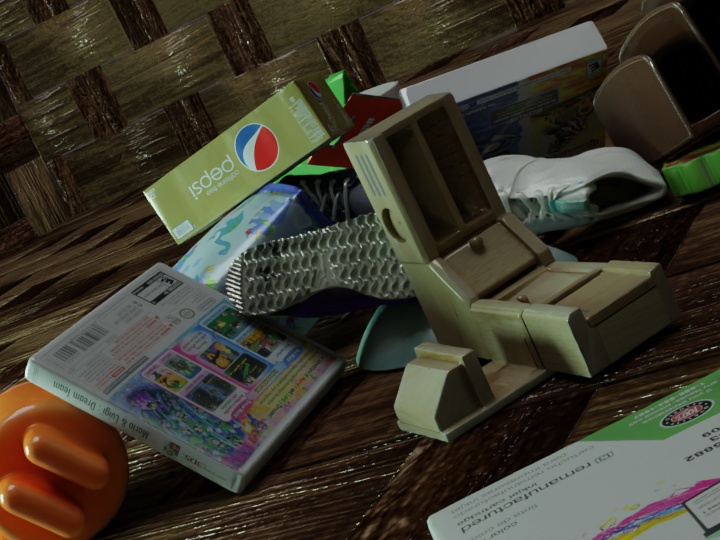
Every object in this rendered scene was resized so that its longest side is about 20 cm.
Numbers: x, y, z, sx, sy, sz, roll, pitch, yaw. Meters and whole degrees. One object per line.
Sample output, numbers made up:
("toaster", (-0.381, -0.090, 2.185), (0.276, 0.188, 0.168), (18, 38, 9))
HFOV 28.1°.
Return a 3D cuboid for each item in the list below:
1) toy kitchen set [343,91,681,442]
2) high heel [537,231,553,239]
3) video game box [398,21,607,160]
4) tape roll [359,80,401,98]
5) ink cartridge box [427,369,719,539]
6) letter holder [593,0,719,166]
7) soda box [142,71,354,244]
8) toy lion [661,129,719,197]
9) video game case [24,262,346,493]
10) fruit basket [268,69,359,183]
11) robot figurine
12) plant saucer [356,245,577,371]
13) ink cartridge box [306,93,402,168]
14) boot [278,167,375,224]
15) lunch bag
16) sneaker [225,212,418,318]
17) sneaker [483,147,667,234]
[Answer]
("toy kitchen set", (0.065, -0.008, 0.961), (0.163, 0.181, 0.200), (-31, 14, -21))
("high heel", (0.095, -0.058, 1.343), (0.200, 0.068, 0.096), (-9, 32, 26))
("video game box", (0.144, -0.140, 1.417), (0.200, 0.047, 0.182), (-20, -30, -4))
("tape roll", (-0.015, -0.134, 1.826), (0.202, 0.139, 0.203), (-24, 11, 5))
("ink cartridge box", (0.118, 0.121, 0.503), (0.145, 0.084, 0.200), (-26, 12, -2))
("letter holder", (0.263, -0.179, 1.239), (0.100, 0.142, 0.200), (-31, -2, -5))
("soda box", (-0.106, -0.107, 1.370), (0.200, 0.064, 0.068), (-32, 2, 25))
("toy lion", (0.351, -0.121, 1.181), (0.200, 0.069, 0.192), (-29, 4, -17))
("video game case", (-0.126, 0.075, 1.102), (0.200, 0.182, 0.024), (-45, -21, -60))
("fruit basket", (0.011, -0.127, 1.612), (0.215, 0.156, 0.216), (-2, -8, 0))
("robot figurine", (-0.239, 0.144, 1.106), (0.116, 0.144, 0.200), (-12, 7, -16))
("plant saucer", (0.079, 0.017, 1.181), (0.201, 0.039, 0.201), (-25, 10, 5))
("ink cartridge box", (0.057, -0.119, 1.479), (0.200, 0.050, 0.109), (3, -41, -34))
("boot", (-0.018, -0.060, 1.349), (0.090, 0.073, 0.200), (1, 0, -18))
("lunch bag", (-0.111, 0.014, 1.316), (0.170, 0.127, 0.200), (-47, 25, -14))
("sneaker", (0.000, -0.001, 1.166), (0.200, 0.070, 0.099), (-6, -10, 23))
("sneaker", (0.162, -0.061, 1.224), (0.199, 0.075, 0.089), (-15, 18, -7))
